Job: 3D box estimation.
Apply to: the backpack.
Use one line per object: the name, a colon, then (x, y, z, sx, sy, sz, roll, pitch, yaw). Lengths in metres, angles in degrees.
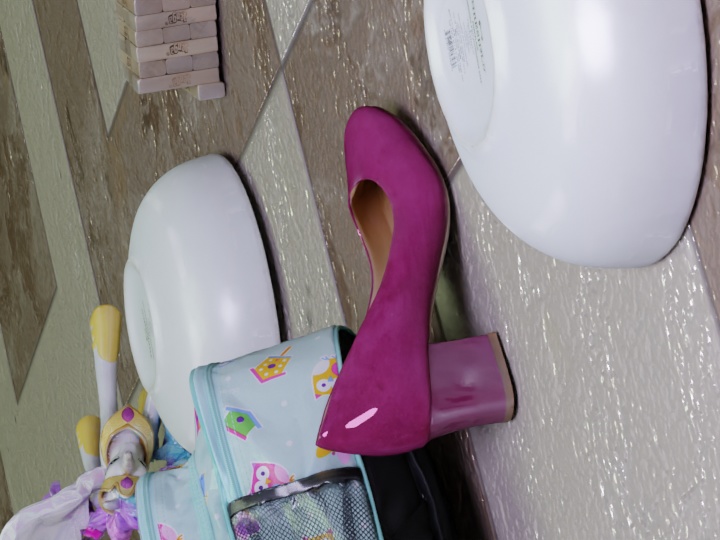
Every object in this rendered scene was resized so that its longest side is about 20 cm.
backpack: (-0.026, 0.134, 1.449, 0.176, 0.153, 0.200, 54, -153, -63)

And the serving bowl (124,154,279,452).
serving bowl: (-0.107, 0.030, 1.832, 0.200, 0.066, 0.200, 171, 90, -74)

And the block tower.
block tower: (-0.124, -0.204, 1.794, 0.054, 0.058, 0.200, -137, 40, -66)

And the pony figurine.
pony figurine: (-0.171, 0.152, 2.035, 0.200, 0.166, 0.193, -95, 14, -55)

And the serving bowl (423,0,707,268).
serving bowl: (0.070, -0.095, 1.171, 0.200, 0.066, 0.200, 171, 90, -75)

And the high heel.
high heel: (0.000, 0.000, 1.405, 0.067, 0.096, 0.200, 99, 156, -47)
